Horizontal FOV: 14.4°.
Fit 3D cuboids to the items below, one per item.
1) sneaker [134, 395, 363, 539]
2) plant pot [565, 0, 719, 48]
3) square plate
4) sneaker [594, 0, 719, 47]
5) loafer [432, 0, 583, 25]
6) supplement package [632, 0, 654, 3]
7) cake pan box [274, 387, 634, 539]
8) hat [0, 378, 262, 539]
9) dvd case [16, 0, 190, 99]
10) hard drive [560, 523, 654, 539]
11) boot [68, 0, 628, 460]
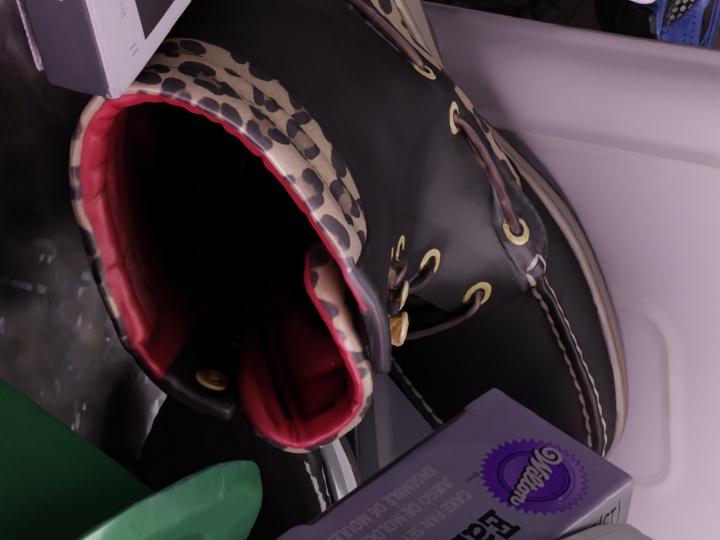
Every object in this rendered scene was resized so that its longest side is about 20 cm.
[{"bbox_3d":[-0.055,0.126,0.732,0.115,0.075,0.202,-11,109,-59],"label":"sneaker"},{"bbox_3d":[0.162,-0.033,0.949,0.178,0.199,0.201,-65,150,-44],"label":"plant pot"},{"bbox_3d":[0.072,0.029,0.815,0.028,0.199,0.200,-33,127,-48],"label":"square plate"},{"bbox_3d":[0.135,-0.140,0.882,0.201,0.078,0.075,-64,-176,-16],"label":"sneaker"},{"bbox_3d":[0.061,-0.164,0.847,0.071,0.073,0.201,-44,150,-52],"label":"loafer"},{"bbox_3d":[0.059,-0.156,0.638,0.200,0.117,0.118,-39,143,-55],"label":"supplement package"},{"bbox_3d":[-0.017,0.147,0.684,0.200,0.052,0.185,-33,144,-40],"label":"cake pan box"},{"bbox_3d":[-0.133,0.033,0.611,0.200,0.176,0.165,-50,167,30],"label":"hat"},{"bbox_3d":[-0.026,-0.158,0.622,0.201,0.025,0.151,-59,155,-31],"label":"dvd case"},{"bbox_3d":[0.002,0.160,0.647,0.132,0.026,0.201,-13,127,-53],"label":"hard drive"},{"bbox_3d":[0.000,0.000,0.720,0.201,0.073,0.151,63,21,-19],"label":"boot"}]
